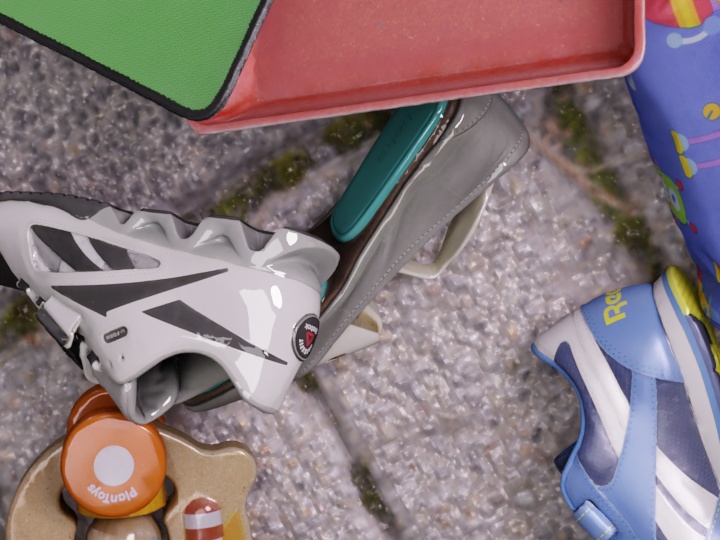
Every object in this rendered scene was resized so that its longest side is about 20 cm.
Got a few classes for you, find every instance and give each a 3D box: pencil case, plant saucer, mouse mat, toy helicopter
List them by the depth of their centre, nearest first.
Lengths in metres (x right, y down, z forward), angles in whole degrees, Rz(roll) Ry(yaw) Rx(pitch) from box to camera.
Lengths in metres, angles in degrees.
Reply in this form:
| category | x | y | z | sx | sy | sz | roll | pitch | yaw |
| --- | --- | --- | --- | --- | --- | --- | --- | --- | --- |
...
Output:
| category | x | y | z | sx | sy | sz | roll | pitch | yaw |
| --- | --- | --- | --- | --- | --- | --- | --- | --- | --- |
| plant saucer | 0.024 | -0.158 | 0.833 | 0.198 | 0.037 | 0.202 | -5 | 78 | 28 |
| mouse mat | -0.097 | -0.164 | 0.839 | 0.199 | 0.008 | 0.162 | 28 | 95 | 32 |
| pencil case | 0.148 | -0.069 | 0.872 | 0.078 | 0.087 | 0.201 | -28 | 116 | -5 |
| toy helicopter | -0.068 | 0.145 | 0.965 | 0.199 | 0.079 | 0.133 | 24 | 94 | -9 |

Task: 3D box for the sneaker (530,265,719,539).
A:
| category | x | y | z | sx | sy | sz | roll | pitch | yaw |
| --- | --- | --- | --- | --- | --- | --- | --- | --- | --- |
| sneaker | 0.133 | 0.103 | 0.932 | 0.082 | 0.074 | 0.202 | -14 | 89 | 12 |

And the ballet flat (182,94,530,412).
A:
| category | x | y | z | sx | sy | sz | roll | pitch | yaw |
| --- | --- | --- | --- | --- | --- | --- | --- | --- | --- |
| ballet flat | 0.000 | 0.000 | 0.940 | 0.064 | 0.068 | 0.200 | 34 | 106 | -29 |

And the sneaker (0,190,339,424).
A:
| category | x | y | z | sx | sy | sz | roll | pitch | yaw |
| --- | --- | --- | --- | --- | --- | --- | --- | --- | --- |
| sneaker | -0.109 | 0.018 | 0.916 | 0.199 | 0.074 | 0.089 | 7 | 78 | 33 |
